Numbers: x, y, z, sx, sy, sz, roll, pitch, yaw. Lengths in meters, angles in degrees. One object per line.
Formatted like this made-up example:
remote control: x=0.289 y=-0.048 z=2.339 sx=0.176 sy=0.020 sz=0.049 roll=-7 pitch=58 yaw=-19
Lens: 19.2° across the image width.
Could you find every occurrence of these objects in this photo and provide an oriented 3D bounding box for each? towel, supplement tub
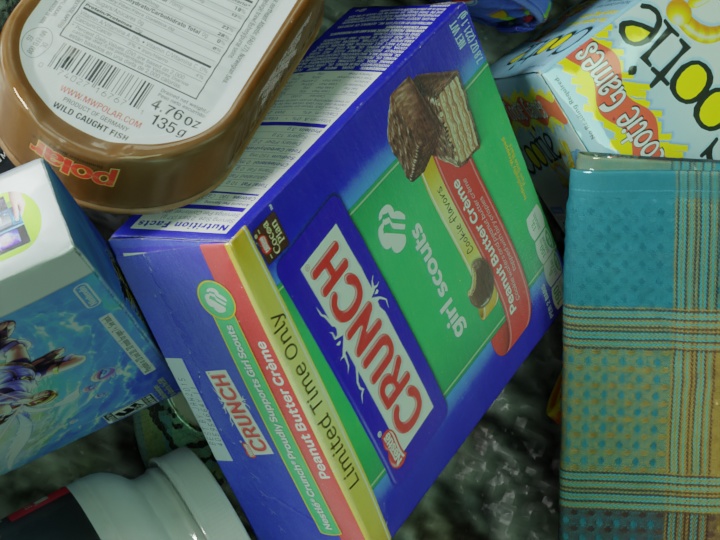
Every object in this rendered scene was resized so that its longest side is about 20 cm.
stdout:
towel: x=0.166 y=0.045 z=0.995 sx=0.145 sy=0.022 sz=0.202 roll=4 pitch=106 yaw=11
supplement tub: x=-0.140 y=0.179 z=0.959 sx=0.199 sy=0.140 sz=0.141 roll=-27 pitch=99 yaw=-14

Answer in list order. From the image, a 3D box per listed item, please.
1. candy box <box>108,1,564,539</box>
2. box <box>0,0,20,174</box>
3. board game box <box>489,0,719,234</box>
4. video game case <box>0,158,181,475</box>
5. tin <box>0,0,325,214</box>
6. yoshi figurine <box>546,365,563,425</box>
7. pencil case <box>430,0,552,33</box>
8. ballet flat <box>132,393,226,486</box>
candy box: x=0.000 y=0.000 z=0.964 sx=0.200 sy=0.077 sz=0.170 roll=-48 pitch=125 yaw=-39
box: x=-0.234 y=-0.086 z=0.951 sx=0.200 sy=0.086 sz=0.164 roll=-40 pitch=101 yaw=-12
board game box: x=0.173 y=-0.110 z=1.062 sx=0.199 sy=0.105 sz=0.103 roll=-36 pitch=101 yaw=-12
video game case: x=-0.181 y=0.043 z=0.895 sx=0.180 sy=0.200 sz=0.046 roll=-23 pitch=69 yaw=1
tin: x=-0.082 y=-0.107 z=0.916 sx=0.111 sy=0.042 sz=0.201 roll=27 pitch=50 yaw=0
yoshi figurine: x=0.200 y=0.077 z=1.059 sx=0.199 sy=0.112 sz=0.113 roll=29 pitch=43 yaw=1
pencil case: x=0.097 y=-0.212 z=1.050 sx=0.086 sy=0.078 sz=0.201 roll=30 pitch=83 yaw=-23
ballet flat: x=-0.062 y=0.011 z=1.015 sx=0.074 sy=0.074 sz=0.202 roll=11 pitch=89 yaw=-16
